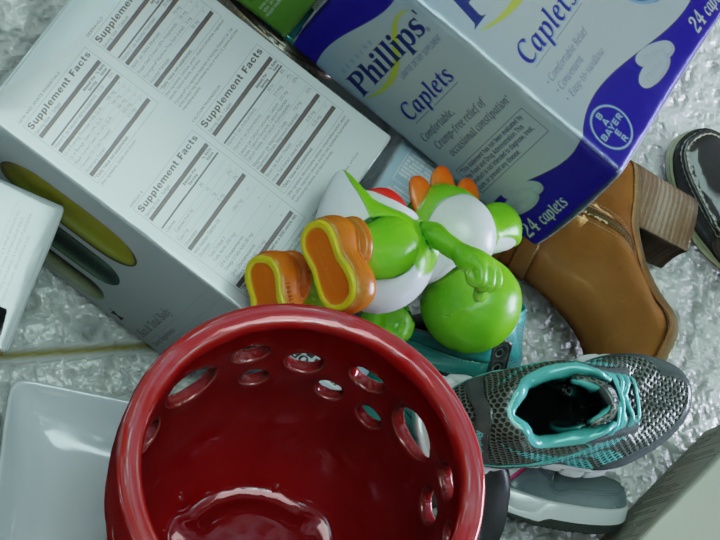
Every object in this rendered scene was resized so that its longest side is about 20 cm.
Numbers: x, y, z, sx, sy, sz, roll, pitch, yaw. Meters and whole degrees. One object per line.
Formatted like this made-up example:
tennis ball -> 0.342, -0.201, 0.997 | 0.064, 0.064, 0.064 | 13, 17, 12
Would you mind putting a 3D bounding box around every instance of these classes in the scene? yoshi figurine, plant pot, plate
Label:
yoshi figurine -> 0.032, 0.011, 1.596 | 0.112, 0.112, 0.200 | 32, 27, 31
plant pot -> -0.049, 0.142, 1.518 | 0.200, 0.183, 0.200 | 6, 64, -12
plate -> -0.122, 0.175, 1.605 | 0.200, 0.032, 0.200 | 11, 61, -11

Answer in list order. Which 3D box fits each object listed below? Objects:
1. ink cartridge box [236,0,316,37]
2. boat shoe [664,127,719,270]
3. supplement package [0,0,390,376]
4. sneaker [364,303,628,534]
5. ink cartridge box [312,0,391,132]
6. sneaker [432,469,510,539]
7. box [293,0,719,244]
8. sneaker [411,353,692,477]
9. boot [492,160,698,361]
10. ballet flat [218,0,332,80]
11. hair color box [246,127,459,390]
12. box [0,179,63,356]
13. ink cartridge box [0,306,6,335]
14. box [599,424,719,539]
ink cartridge box -> -0.006, -0.261, 1.713 | 0.076, 0.148, 0.200 | 38, 42, -8
boat shoe -> 0.275, -0.013, 1.824 | 0.073, 0.065, 0.200 | -32, 87, -22
supplement package -> -0.121, -0.066, 1.654 | 0.200, 0.152, 0.151 | 38, 67, -7
sneaker -> 0.090, 0.081, 1.712 | 0.200, 0.084, 0.121 | 20, 101, -12
ink cartridge box -> 0.065, -0.160, 1.790 | 0.200, 0.067, 0.116 | -12, 80, -22
sneaker -> 0.033, 0.195, 1.645 | 0.076, 0.091, 0.200 | 29, 89, -10
box -> 0.096, -0.156, 1.687 | 0.200, 0.105, 0.184 | 39, 53, -5
sneaker -> 0.131, 0.085, 1.633 | 0.200, 0.091, 0.078 | -8, 85, -37
boot -> 0.125, 0.004, 1.764 | 0.155, 0.074, 0.200 | 22, 55, -12
ballet flat -> -0.097, -0.178, 1.742 | 0.200, 0.067, 0.068 | 45, 31, 4
hair color box -> 0.000, 0.000, 1.707 | 0.061, 0.099, 0.200 | 35, 68, -9
box -> -0.291, -0.020, 1.598 | 0.200, 0.124, 0.098 | 24, 70, -11
ink cartridge box -> -0.280, 0.082, 1.561 | 0.095, 0.200, 0.037 | 23, 33, -12
box -> 0.199, 0.184, 1.731 | 0.200, 0.095, 0.078 | -42, 93, -22
